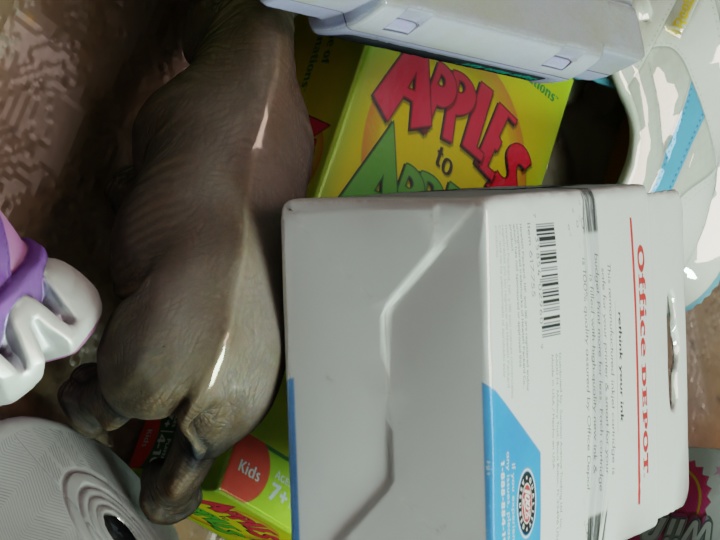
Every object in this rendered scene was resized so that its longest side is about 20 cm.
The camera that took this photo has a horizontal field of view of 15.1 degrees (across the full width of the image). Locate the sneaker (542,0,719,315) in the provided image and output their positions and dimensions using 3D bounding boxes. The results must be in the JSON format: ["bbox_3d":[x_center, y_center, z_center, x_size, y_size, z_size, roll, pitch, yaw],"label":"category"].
[{"bbox_3d":[0.110,-0.089,1.018,0.081,0.076,0.201,21,73,-41],"label":"sneaker"}]

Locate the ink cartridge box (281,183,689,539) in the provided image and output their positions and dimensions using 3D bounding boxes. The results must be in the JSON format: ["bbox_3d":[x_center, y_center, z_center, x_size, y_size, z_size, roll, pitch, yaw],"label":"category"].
[{"bbox_3d":[0.046,0.032,0.863,0.200,0.067,0.117,-6,95,-67],"label":"ink cartridge box"}]

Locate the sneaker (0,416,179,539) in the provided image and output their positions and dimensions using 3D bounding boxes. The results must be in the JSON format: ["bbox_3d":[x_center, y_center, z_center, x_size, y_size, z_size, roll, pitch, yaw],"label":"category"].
[{"bbox_3d":[-0.129,0.110,0.781,0.073,0.112,0.200,49,16,4],"label":"sneaker"}]

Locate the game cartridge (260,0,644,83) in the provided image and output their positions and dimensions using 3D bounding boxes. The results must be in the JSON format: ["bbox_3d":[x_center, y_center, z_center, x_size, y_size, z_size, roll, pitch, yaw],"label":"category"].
[{"bbox_3d":[0.022,-0.131,0.871,0.200,0.038,0.131,6,74,-56],"label":"game cartridge"}]

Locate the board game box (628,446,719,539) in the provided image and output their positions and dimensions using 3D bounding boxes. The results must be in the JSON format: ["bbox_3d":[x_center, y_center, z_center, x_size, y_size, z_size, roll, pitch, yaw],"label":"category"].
[{"bbox_3d":[0.162,0.142,1.016,0.200,0.147,0.065,42,62,-38],"label":"board game box"}]

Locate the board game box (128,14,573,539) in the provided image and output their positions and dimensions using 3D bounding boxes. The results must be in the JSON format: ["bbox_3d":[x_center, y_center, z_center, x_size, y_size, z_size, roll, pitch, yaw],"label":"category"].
[{"bbox_3d":[0.000,0.000,0.922,0.101,0.047,0.201,34,66,-40],"label":"board game box"}]

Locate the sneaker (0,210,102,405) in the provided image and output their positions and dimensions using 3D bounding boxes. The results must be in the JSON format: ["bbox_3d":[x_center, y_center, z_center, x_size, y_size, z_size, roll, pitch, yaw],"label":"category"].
[{"bbox_3d":[-0.160,0.030,0.743,0.200,0.080,0.089,-46,115,-42],"label":"sneaker"}]

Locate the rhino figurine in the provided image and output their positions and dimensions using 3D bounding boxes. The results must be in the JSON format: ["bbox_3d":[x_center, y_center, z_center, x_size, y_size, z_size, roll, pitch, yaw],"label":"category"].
[{"bbox_3d":[-0.045,-0.029,0.838,0.059,0.087,0.201,16,61,-15],"label":"rhino figurine"}]
